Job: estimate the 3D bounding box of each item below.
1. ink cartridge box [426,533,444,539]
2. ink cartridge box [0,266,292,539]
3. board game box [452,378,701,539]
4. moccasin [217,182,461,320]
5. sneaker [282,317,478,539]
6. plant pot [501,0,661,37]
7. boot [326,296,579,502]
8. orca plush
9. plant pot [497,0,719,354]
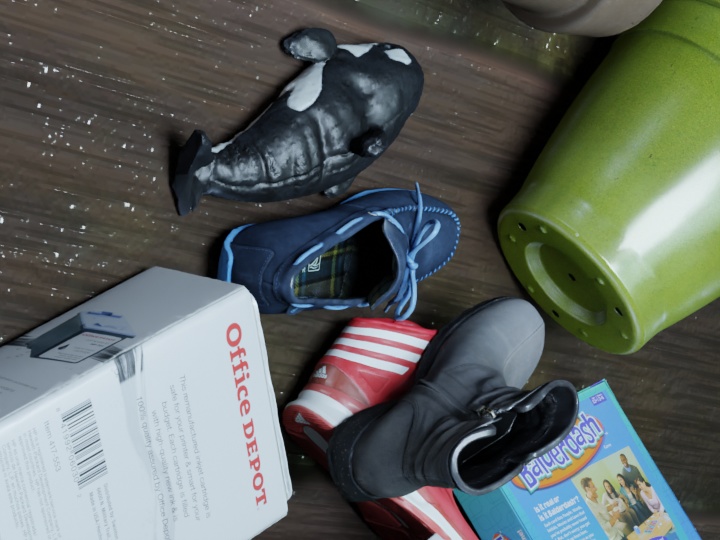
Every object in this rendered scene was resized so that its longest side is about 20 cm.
[{"bbox_3d":[0.009,0.210,1.315,0.095,0.037,0.200,-45,170,17],"label":"ink cartridge box"},{"bbox_3d":[-0.142,0.105,1.189,0.200,0.085,0.148,-31,120,-42],"label":"ink cartridge box"},{"bbox_3d":[0.162,0.188,1.498,0.152,0.045,0.201,-19,74,-44],"label":"board game box"},{"bbox_3d":[0.000,0.000,1.337,0.199,0.068,0.081,-19,118,-45],"label":"moccasin"},{"bbox_3d":[0.041,0.105,1.403,0.116,0.078,0.200,-58,136,-21],"label":"sneaker"},{"bbox_3d":[0.081,-0.240,1.312,0.173,0.200,0.202,-3,100,-31],"label":"plant pot"},{"bbox_3d":[0.085,0.080,1.318,0.200,0.131,0.070,-43,113,-38],"label":"boot"},{"bbox_3d":[-0.019,-0.088,1.298,0.199,0.071,0.106,-13,107,-46],"label":"orca plush"},{"bbox_3d":[0.200,-0.051,1.482,0.193,0.200,0.201,-44,128,-19],"label":"plant pot"}]
